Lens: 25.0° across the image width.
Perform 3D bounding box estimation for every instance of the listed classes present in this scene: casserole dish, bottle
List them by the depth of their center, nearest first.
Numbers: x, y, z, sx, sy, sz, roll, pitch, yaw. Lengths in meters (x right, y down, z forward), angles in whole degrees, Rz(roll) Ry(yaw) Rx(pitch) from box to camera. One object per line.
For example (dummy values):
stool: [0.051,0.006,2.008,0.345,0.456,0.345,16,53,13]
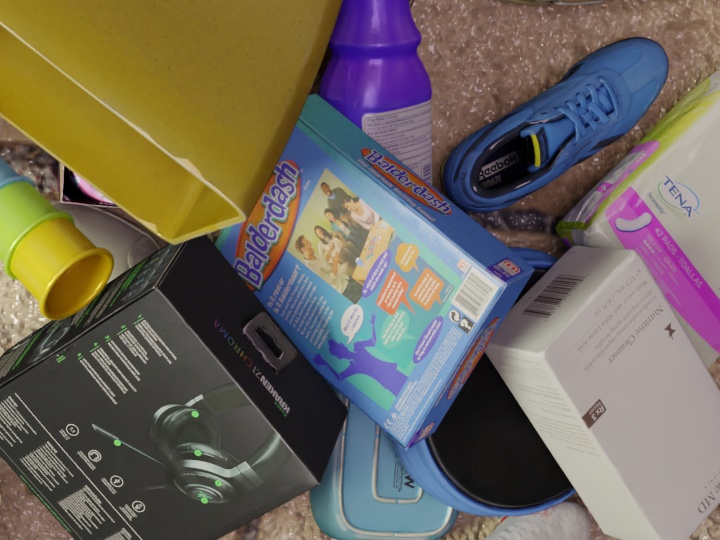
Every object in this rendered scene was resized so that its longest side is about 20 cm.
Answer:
bottle: [0.010,-0.114,1.139,0.083,0.065,0.201,-19,115,-42]
casserole dish: [0.027,0.121,1.204,0.121,0.039,0.201,4,96,-12]

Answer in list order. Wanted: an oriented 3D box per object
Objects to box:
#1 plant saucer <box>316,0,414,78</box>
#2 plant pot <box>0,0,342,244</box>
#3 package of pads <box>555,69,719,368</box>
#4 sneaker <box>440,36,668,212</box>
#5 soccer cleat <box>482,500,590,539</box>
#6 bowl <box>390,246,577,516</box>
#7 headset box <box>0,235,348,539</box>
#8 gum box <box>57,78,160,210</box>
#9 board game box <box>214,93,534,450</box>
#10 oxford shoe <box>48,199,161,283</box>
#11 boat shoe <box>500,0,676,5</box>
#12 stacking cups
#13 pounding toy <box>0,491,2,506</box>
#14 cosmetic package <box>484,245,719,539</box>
plant saucer: [-0.043,-0.234,1.127,0.200,0.037,0.201,-11,113,-26]
plant pot: [-0.118,-0.151,0.958,0.200,0.200,0.177,39,76,-13]
package of pads: [0.261,-0.043,1.211,0.200,0.068,0.155,-42,103,-12]
sneaker: [0.151,-0.104,1.185,0.200,0.078,0.066,-33,99,-8]
soccer cleat: [0.099,0.230,1.193,0.199,0.085,0.069,-21,100,-24]
bowl: [0.112,0.084,1.188,0.200,0.039,0.202,-4,97,-28]
headset box: [-0.132,0.092,1.092,0.200,0.093,0.174,-32,106,26]
gum box: [-0.167,-0.146,1.097,0.066,0.113,0.201,3,95,-11]
board game box: [0.000,0.000,1.102,0.200,0.045,0.152,40,122,17]
oxford shoe: [-0.154,0.021,1.148,0.200,0.058,0.075,42,89,-11]
boat shoe: [0.170,-0.231,1.181,0.199,0.063,0.074,-3,97,-10]
stacking cups: [-0.247,-0.053,1.081,0.061,0.061,0.200,-45,67,-3]
pounding toy: [-0.358,0.229,1.104,0.183,0.142,0.201,13,83,-13]
cosmetic package: [0.187,0.093,1.161,0.113,0.081,0.200,-45,113,-19]
